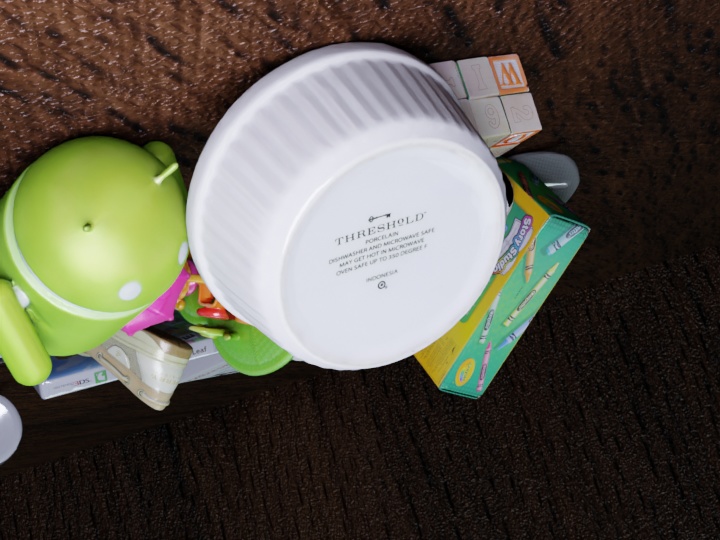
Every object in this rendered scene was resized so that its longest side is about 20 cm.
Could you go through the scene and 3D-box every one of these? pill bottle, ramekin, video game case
[{"bbox_3d":[-0.540,0.235,1.848,0.106,0.107,0.200,-13,171,-27],"label":"pill bottle"},{"bbox_3d":[0.000,-0.029,0.820,0.201,0.094,0.203,-16,128,-22],"label":"ramekin"},{"bbox_3d":[-0.254,0.070,1.337,0.181,0.022,0.200,-14,-162,-22],"label":"video game case"}]

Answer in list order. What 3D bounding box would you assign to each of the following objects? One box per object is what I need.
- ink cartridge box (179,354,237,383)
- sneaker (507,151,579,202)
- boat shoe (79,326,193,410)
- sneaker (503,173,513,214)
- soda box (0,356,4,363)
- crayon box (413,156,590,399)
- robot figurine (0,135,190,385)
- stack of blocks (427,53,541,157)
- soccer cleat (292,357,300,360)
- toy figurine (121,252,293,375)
[{"bbox_3d":[-0.136,0.076,1.692,0.199,0.084,0.146,-7,167,-46],"label":"ink cartridge box"},{"bbox_3d":[0.122,-0.073,1.338,0.199,0.071,0.080,-22,-165,7],"label":"sneaker"},{"bbox_3d":[-0.235,0.068,1.212,0.200,0.063,0.073,19,179,36],"label":"boat shoe"},{"bbox_3d":[0.043,-0.042,1.254,0.199,0.081,0.146,-15,169,0],"label":"sneaker"},{"bbox_3d":[-0.375,0.058,1.110,0.199,0.071,0.063,-14,170,-22],"label":"soda box"},{"bbox_3d":[0.116,0.005,1.255,0.058,0.119,0.201,16,114,-38],"label":"crayon box"},{"bbox_3d":[-0.183,-0.014,0.859,0.175,0.116,0.200,-44,-173,-35],"label":"robot figurine"},{"bbox_3d":[0.012,-0.094,0.931,0.199,0.059,0.115,-12,170,-32],"label":"stack of blocks"},{"bbox_3d":[0.000,0.000,1.151,0.077,0.201,0.069,24,-164,-18],"label":"soccer cleat"},{"bbox_3d":[-0.165,0.002,1.117,0.183,0.151,0.199,11,179,-44],"label":"toy figurine"}]
